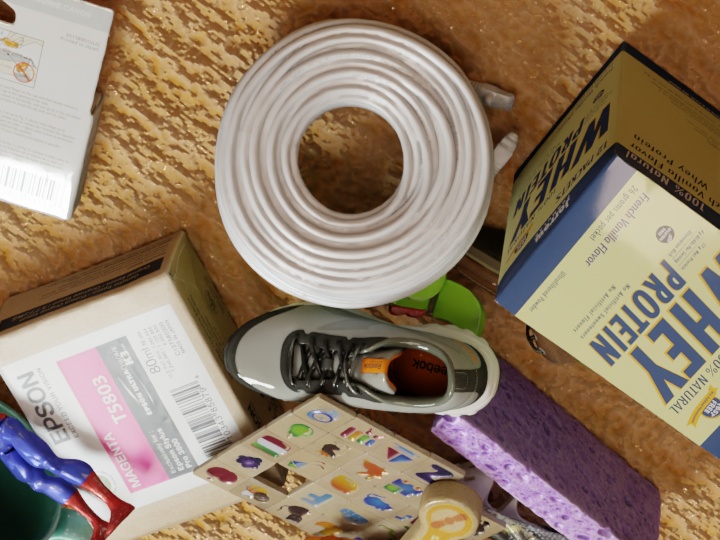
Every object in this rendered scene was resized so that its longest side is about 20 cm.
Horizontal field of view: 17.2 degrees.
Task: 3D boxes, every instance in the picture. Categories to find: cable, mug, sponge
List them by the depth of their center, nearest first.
[{"bbox_3d":[-0.004,-0.074,1.657,0.199,0.069,0.201,26,87,-1],"label":"cable"},{"bbox_3d":[0.141,0.141,1.761,0.200,0.112,0.030,39,117,-12],"label":"sponge"},{"bbox_3d":[-0.310,0.194,1.822,0.185,0.152,0.114,48,131,3],"label":"mug"}]

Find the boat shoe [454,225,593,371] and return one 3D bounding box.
[{"bbox_3d":[0.148,0.036,1.730,0.199,0.072,0.068,26,116,-5],"label":"boat shoe"}]

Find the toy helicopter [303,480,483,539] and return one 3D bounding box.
[{"bbox_3d":[0.027,0.215,1.768,0.131,0.079,0.200,26,133,-6],"label":"toy helicopter"}]

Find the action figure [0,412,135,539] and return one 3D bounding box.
[{"bbox_3d":[-0.272,0.141,1.756,0.200,0.099,0.065,44,136,1],"label":"action figure"}]

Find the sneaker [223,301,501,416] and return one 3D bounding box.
[{"bbox_3d":[-0.005,0.062,1.671,0.198,0.079,0.075,4,92,19],"label":"sneaker"}]

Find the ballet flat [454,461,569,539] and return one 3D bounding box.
[{"bbox_3d":[0.104,0.183,1.823,0.199,0.072,0.072,25,117,-5],"label":"ballet flat"}]

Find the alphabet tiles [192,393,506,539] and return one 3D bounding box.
[{"bbox_3d":[0.002,0.162,1.749,0.199,0.008,0.167,29,142,-25],"label":"alphabet tiles"}]

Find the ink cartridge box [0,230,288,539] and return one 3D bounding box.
[{"bbox_3d":[-0.164,0.093,1.802,0.164,0.075,0.201,-22,113,16],"label":"ink cartridge box"}]

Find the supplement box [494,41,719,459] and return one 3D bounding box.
[{"bbox_3d":[0.213,-0.016,1.622,0.199,0.200,0.135,34,116,-10],"label":"supplement box"}]

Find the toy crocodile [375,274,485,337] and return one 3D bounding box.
[{"bbox_3d":[0.000,0.000,1.724,0.198,0.068,0.062,21,87,-2],"label":"toy crocodile"}]

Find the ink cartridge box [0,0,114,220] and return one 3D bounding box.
[{"bbox_3d":[-0.283,-0.145,1.716,0.198,0.044,0.175,17,117,0],"label":"ink cartridge box"}]
